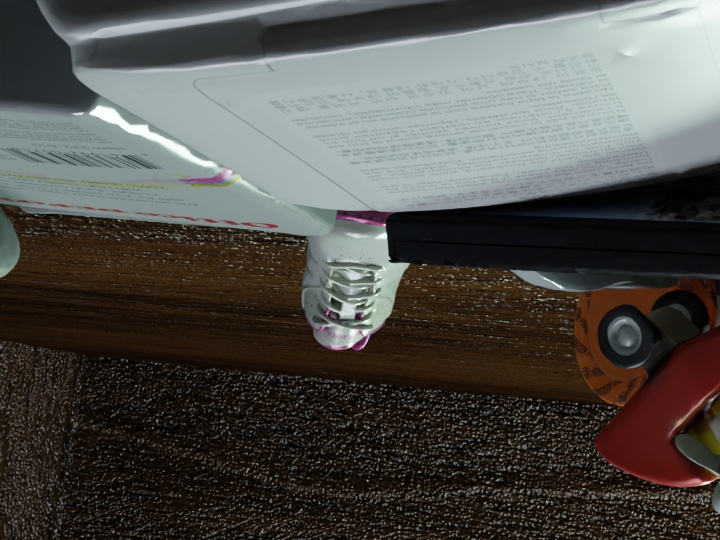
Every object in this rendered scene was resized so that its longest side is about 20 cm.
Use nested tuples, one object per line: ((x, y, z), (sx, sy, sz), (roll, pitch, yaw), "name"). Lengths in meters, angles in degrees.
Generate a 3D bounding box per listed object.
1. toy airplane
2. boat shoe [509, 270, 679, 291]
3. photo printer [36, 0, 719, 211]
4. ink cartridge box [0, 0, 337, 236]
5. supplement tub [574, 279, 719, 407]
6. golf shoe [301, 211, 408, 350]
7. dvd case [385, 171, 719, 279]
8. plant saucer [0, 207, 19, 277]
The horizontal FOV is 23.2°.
((0.222, 0.050, 0.807), (0.199, 0.142, 0.199), (-20, 172, -11), "toy airplane")
((0.089, -0.025, 0.829), (0.065, 0.072, 0.200), (-2, 178, 33), "boat shoe")
((0.031, -0.064, 0.452), (0.165, 0.070, 0.200), (-6, 170, 16), "photo printer")
((-0.098, -0.071, 0.556), (0.144, 0.085, 0.200), (6, 173, 18), "ink cartridge box")
((0.226, 0.042, 0.990), (0.199, 0.123, 0.122), (12, 172, -32), "supplement tub")
((0.000, 0.000, 1.037), (0.075, 0.092, 0.200), (9, 172, 2), "golf shoe")
((0.118, -0.033, 0.575), (0.142, 0.018, 0.200), (4, -163, 33), "dvd case")
((-0.213, -0.048, 0.614), (0.200, 0.050, 0.200), (39, -174, -5), "plant saucer")
